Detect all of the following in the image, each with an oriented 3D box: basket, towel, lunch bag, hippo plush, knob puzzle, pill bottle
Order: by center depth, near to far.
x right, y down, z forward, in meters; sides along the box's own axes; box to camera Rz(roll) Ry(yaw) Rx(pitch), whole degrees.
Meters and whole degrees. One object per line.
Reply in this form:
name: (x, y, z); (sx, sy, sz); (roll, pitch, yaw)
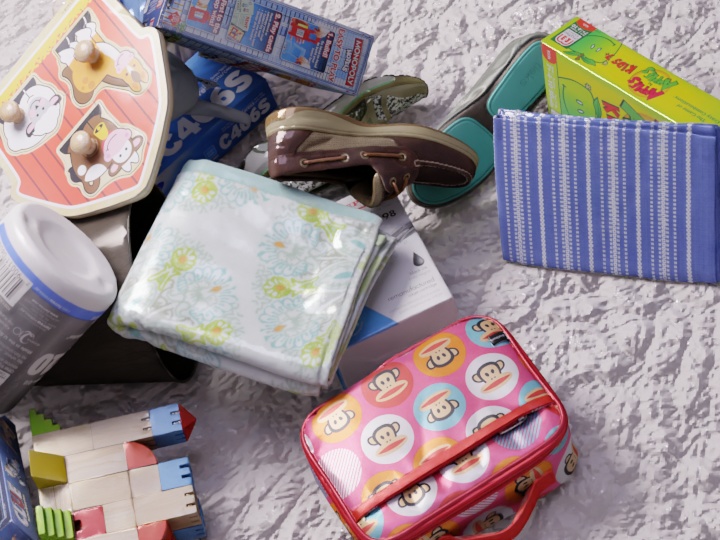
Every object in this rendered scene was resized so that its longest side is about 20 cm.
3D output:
lunch bag: (0.067, 0.148, 1.458); (0.199, 0.082, 0.177); (-31, 53, -5)
pill bottle: (-0.304, 0.050, 1.519); (0.200, 0.113, 0.114); (-45, 46, 16)
towel: (-0.087, 0.004, 1.524); (0.198, 0.048, 0.172); (17, 57, 11)
towel: (0.210, -0.064, 1.544); (0.198, 0.146, 0.024); (7, 29, 24)
knob puzzle: (-0.242, -0.135, 1.587); (0.218, 0.030, 0.222); (-8, 74, 28)
basket: (-0.262, 0.028, 1.629); (0.198, 0.136, 0.182); (-12, 84, 16)
hippo plush: (-0.246, -0.157, 1.723); (0.161, 0.200, 0.159); (-51, 47, 6)

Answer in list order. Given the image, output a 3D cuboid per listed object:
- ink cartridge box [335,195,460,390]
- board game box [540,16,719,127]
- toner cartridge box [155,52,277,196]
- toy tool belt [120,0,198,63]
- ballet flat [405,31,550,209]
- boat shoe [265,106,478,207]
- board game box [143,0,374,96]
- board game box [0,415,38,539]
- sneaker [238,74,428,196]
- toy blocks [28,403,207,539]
ink cartridge box: (0.000, 0.000, 1.606); (0.115, 0.067, 0.201); (-25, 48, -3)
board game box: (0.244, -0.131, 1.603); (0.047, 0.102, 0.200); (-34, 48, -21)
toner cartridge box: (-0.184, -0.128, 1.792); (0.095, 0.043, 0.200); (31, 67, 37)
toy tool belt: (-0.236, -0.279, 1.880); (0.125, 0.123, 0.199); (-44, 51, -18)
ballet flat: (0.113, -0.135, 1.685); (0.200, 0.067, 0.064); (-48, 13, -3)
boat shoe: (0.010, -0.087, 1.582); (0.199, 0.072, 0.073); (11, 68, -27)
board game box: (-0.097, -0.217, 1.702); (0.198, 0.200, 0.062); (18, 90, -13)
board game box: (-0.334, 0.206, 1.509); (0.135, 0.035, 0.200); (-40, 28, 3)
sneaker: (-0.013, -0.109, 1.717); (0.199, 0.077, 0.089); (-32, 80, -10)
toy blocks: (-0.189, 0.198, 1.501); (0.136, 0.100, 0.201); (-12, 59, -2)
